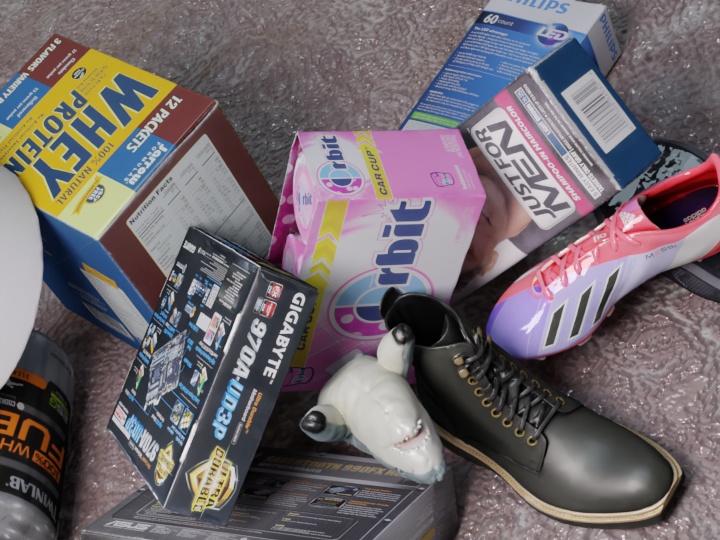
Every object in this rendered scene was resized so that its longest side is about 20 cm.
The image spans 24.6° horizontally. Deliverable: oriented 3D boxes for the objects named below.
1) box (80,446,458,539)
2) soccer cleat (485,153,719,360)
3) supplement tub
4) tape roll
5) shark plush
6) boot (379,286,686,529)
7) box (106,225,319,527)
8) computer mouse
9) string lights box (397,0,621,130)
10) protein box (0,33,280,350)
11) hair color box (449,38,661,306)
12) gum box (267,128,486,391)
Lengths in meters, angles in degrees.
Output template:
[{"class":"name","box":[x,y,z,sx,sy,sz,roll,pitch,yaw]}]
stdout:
[{"class":"box","box":[-0.058,0.170,1.081,0.199,0.049,0.158,3,17,27]},{"class":"soccer cleat","box":[0.166,-0.010,1.095,0.199,0.077,0.067,-29,54,5]},{"class":"supplement tub","box":[-0.279,0.147,1.213,0.122,0.123,0.201,-14,49,15]},{"class":"tape roll","box":[-0.315,0.008,1.161,0.202,0.071,0.204,-12,71,37]},{"class":"shark plush","box":[0.005,0.106,1.079,0.083,0.200,0.091,46,70,-2]},{"class":"boot","box":[0.103,0.088,1.064,0.199,0.139,0.078,17,62,34]},{"class":"box","box":[-0.102,0.062,1.086,0.160,0.046,0.200,-68,21,1]},{"class":"computer mouse","box":[0.245,-0.017,1.144,0.139,0.053,0.200,-48,56,-6]},{"class":"string lights box","box":[0.109,-0.128,1.291,0.102,0.059,0.200,20,64,36]},{"class":"protein box","box":[-0.173,-0.043,1.262,0.198,0.200,0.135,25,67,38]},{"class":"hair color box","box":[0.100,-0.061,1.133,0.060,0.100,0.200,-37,-1,-41]},{"class":"gum box","box":[0.000,0.000,1.110,0.113,0.201,0.066,-3,47,-18]}]
